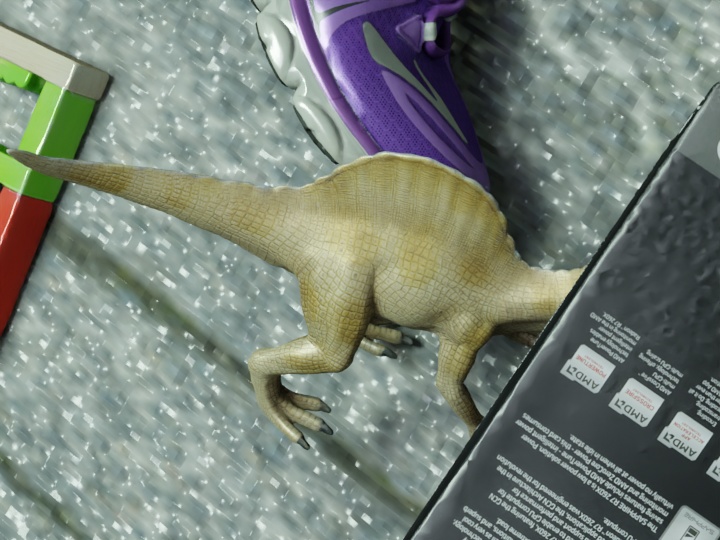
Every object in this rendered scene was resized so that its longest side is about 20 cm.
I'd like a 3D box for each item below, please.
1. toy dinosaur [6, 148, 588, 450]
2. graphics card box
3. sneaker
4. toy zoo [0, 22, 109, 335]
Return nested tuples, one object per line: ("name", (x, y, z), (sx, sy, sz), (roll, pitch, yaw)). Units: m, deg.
("toy dinosaur", (0.000, 0.000, 0.815), (0.199, 0.101, 0.058), (15, 48, 3))
("graphics card box", (0.089, 0.066, 0.745), (0.125, 0.051, 0.200), (33, 95, 6))
("sneaker", (0.010, -0.108, 0.852), (0.083, 0.081, 0.201), (-17, 73, 20))
("toy zoo", (-0.175, 0.001, 0.979), (0.131, 0.020, 0.201), (25, 95, 33))
